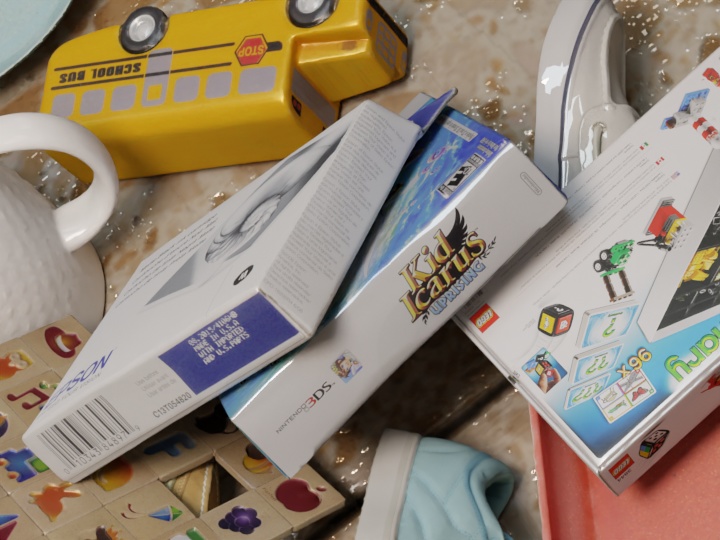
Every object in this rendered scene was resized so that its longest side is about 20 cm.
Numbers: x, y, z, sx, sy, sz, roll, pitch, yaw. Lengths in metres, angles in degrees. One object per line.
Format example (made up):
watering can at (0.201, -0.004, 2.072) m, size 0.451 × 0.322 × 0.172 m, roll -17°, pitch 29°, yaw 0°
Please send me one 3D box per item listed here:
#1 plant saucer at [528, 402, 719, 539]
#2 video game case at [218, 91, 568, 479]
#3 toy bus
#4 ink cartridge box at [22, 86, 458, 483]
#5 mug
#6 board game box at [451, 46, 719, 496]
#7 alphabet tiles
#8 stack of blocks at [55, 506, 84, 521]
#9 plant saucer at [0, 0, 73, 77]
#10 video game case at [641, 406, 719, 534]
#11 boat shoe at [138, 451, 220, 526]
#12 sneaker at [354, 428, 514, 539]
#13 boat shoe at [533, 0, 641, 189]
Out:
plant saucer at (0.179, 0.094, 1.072) m, size 0.199 × 0.037 × 0.200 m, roll -15°, pitch 56°, yaw 18°
video game case at (0.000, 0.000, 1.173) m, size 0.181 × 0.045 × 0.200 m, roll -46°, pitch 14°, yaw 0°
toy bus at (-0.076, -0.103, 1.324) m, size 0.199 × 0.065 × 0.079 m, roll -6°, pitch 63°, yaw 26°
ink cartridge box at (-0.059, -0.005, 1.177) m, size 0.199 × 0.041 × 0.200 m, roll -33°, pitch 19°, yaw 41°
mug at (-0.223, -0.019, 1.289) m, size 0.200 × 0.175 × 0.148 m, roll -29°, pitch 55°, yaw 12°
board game box at (0.149, -0.008, 1.101) m, size 0.200 × 0.035 × 0.126 m, roll -42°, pitch 55°, yaw -1°
alphabet tiles at (-0.133, 0.094, 1.198) m, size 0.167 × 0.008 × 0.200 m, roll -25°, pitch 46°, yaw -30°
stack of blocks at (-0.183, 0.215, 1.183) m, size 0.058 × 0.115 × 0.201 m, roll 12°, pitch 70°, yaw 32°
plant saucer at (-0.238, -0.180, 1.469) m, size 0.200 × 0.039 × 0.202 m, roll -13°, pitch 59°, yaw 22°
video game case at (0.176, 0.171, 1.073) m, size 0.182 × 0.023 × 0.200 m, roll 29°, pitch 82°, yaw 36°
boat shoe at (-0.077, 0.180, 1.175) m, size 0.076 × 0.072 × 0.201 m, roll -3°, pitch 58°, yaw 12°
sneaker at (0.037, 0.142, 1.094) m, size 0.082 × 0.074 × 0.200 m, roll 6°, pitch 38°, yaw 5°
boat shoe at (0.122, -0.047, 1.187) m, size 0.065 × 0.072 × 0.201 m, roll -1°, pitch 65°, yaw 22°
